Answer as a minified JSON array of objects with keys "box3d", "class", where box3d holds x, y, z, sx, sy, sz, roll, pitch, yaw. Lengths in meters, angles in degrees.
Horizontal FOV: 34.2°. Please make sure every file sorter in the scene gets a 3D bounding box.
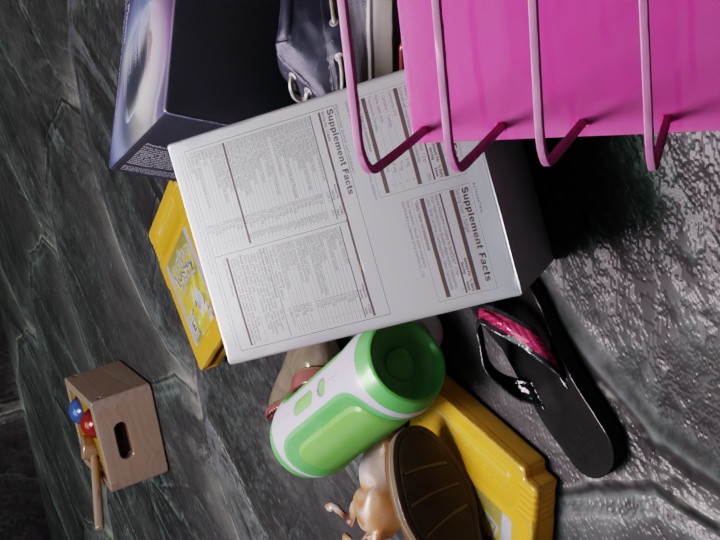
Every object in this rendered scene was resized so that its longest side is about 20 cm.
[{"box3d":[0.099,-0.122,0.583,0.199,0.125,0.140,0,110,20],"class":"file sorter"}]

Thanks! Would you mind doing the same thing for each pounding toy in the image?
[{"box3d":[-0.410,0.281,1.911,0.184,0.141,0.201,20,123,59],"class":"pounding toy"}]

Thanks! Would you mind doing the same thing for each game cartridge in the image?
[{"box3d":[0.097,0.206,1.002,0.176,0.032,0.201,39,139,49],"class":"game cartridge"},{"box3d":[-0.205,0.004,1.452,0.201,0.032,0.176,64,153,14],"class":"game cartridge"}]

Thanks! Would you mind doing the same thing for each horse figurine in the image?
[{"box3d":[0.009,0.193,1.101,0.132,0.050,0.201,-24,55,61],"class":"horse figurine"}]

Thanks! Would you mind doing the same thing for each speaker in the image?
[{"box3d":[-0.007,0.114,1.009,0.200,0.088,0.089,-44,66,51],"class":"speaker"}]

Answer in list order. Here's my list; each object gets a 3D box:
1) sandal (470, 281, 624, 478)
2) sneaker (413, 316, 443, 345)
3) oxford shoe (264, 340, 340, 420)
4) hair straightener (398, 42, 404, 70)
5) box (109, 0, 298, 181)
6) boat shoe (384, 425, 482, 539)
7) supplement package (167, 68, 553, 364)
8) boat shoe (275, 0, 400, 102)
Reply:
[{"box3d":[0.120,0.064,0.856,0.201,0.045,0.075,59,151,25],"class":"sandal"},{"box3d":[0.000,0.000,1.031,0.200,0.071,0.073,36,136,19],"class":"sneaker"},{"box3d":[-0.054,0.114,1.227,0.200,0.070,0.075,132,144,-62],"class":"oxford shoe"},{"box3d":[0.056,-0.077,0.897,0.077,0.041,0.201,46,142,43],"class":"hair straightener"},{"box3d":[-0.140,-0.199,1.050,0.198,0.122,0.202,159,116,-63],"class":"box"},{"box3d":[0.065,0.230,0.969,0.201,0.072,0.068,67,151,12],"class":"boat shoe"},{"box3d":[0.007,-0.043,0.787,0.152,0.199,0.152,-27,-79,-71],"class":"supplement package"},{"box3d":[-0.016,-0.133,0.910,0.075,0.092,0.202,-39,-51,-79],"class":"boat shoe"}]
